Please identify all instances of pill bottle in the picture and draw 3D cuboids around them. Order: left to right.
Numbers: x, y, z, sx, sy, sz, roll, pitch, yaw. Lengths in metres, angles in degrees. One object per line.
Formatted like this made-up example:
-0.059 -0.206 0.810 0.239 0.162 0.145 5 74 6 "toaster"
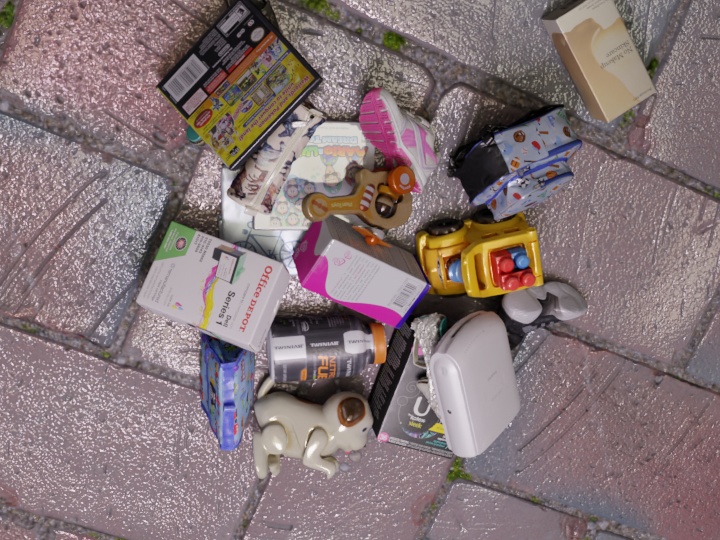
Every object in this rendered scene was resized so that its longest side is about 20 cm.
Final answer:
-0.058 0.131 1.641 0.200 0.106 0.106 -4 107 -9 "pill bottle"

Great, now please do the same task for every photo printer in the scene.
0.185 0.174 1.545 0.166 0.069 0.200 -35 118 -46 "photo printer"

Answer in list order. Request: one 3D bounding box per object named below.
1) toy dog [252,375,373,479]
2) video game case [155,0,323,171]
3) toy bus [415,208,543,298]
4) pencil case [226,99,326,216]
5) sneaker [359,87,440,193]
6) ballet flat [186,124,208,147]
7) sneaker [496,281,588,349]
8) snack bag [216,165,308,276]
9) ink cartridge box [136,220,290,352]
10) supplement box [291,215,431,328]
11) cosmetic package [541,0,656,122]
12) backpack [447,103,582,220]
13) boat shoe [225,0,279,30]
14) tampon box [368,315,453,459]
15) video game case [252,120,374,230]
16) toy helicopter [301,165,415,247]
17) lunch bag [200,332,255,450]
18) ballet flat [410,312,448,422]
-0.076 0.270 1.666 0.200 0.140 0.194 -9 71 6 "toy dog"
-0.186 -0.285 1.462 0.200 0.026 0.181 -43 84 13 "video game case"
0.209 -0.011 1.603 0.200 0.192 0.136 -12 110 -5 "toy bus"
-0.132 -0.180 1.504 0.078 0.089 0.200 30 96 -17 "pencil case"
0.068 -0.225 1.567 0.088 0.081 0.200 -49 133 -21 "sneaker"
-0.203 -0.280 1.520 0.072 0.072 0.200 30 102 -17 "ballet flat"
0.308 0.081 1.711 0.200 0.076 0.114 -2 143 -36 "sneaker"
-0.146 -0.084 1.607 0.188 0.021 0.200 -3 104 -10 "snack bag"
-0.232 0.027 1.534 0.200 0.084 0.145 20 79 7 "ink cartridge box"
0.000 0.000 1.589 0.200 0.103 0.101 25 113 -28 "supplement box"
0.397 -0.359 1.595 0.105 0.071 0.200 -34 109 1 "cosmetic package"
0.266 -0.181 1.562 0.190 0.200 0.154 -32 90 -15 "backpack"
-0.180 -0.427 1.479 0.067 0.057 0.200 -24 109 -3 "boat shoe"
0.116 0.201 1.681 0.150 0.126 0.200 16 102 -15 "tampon box"
-0.076 -0.156 1.579 0.200 0.024 0.182 0 102 -13 "video game case"
-0.003 -0.097 1.530 0.200 0.079 0.132 -7 95 -31 "toy helicopter"
-0.216 0.193 1.581 0.094 0.200 0.151 0 106 -11 "lunch bag"
0.122 0.163 1.580 0.072 0.072 0.200 -10 104 -7 "ballet flat"
